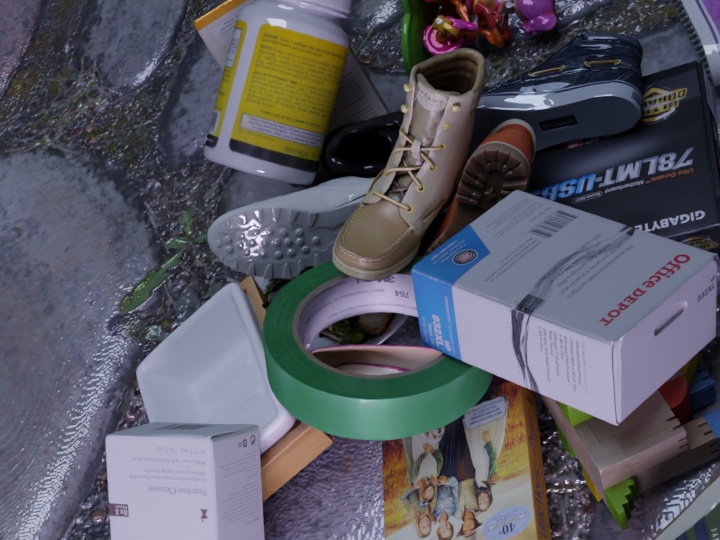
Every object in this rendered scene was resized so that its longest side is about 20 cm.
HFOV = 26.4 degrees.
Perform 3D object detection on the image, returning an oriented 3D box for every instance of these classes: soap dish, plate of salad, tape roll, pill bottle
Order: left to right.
[{"bbox_3d":[-0.117,0.125,1.416,0.157,0.081,0.200,-42,44,15],"label":"soap dish"},{"bbox_3d":[-0.076,-0.192,1.497,0.114,0.114,0.200,20,98,40],"label":"pill bottle"},{"bbox_3d":[-0.028,0.007,1.501,0.200,0.048,0.200,-16,49,20],"label":"plate of salad"},{"bbox_3d":[0.017,0.062,1.323,0.200,0.048,0.201,-2,37,1],"label":"tape roll"}]

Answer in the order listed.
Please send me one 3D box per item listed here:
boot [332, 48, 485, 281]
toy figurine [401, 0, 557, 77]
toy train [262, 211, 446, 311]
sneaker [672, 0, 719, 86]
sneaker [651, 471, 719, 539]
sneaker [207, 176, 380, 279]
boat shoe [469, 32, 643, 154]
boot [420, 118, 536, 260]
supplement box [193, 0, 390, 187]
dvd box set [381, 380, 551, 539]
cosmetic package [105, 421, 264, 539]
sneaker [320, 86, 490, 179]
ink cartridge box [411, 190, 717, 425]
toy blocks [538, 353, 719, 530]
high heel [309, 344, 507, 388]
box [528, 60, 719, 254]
[{"bbox_3d":[0.046,-0.095,1.357,0.073,0.156,0.200,29,47,18],"label":"boot"},{"bbox_3d":[0.145,-0.296,1.602,0.184,0.150,0.200,1,77,20],"label":"toy figurine"},{"bbox_3d":[0.000,0.000,1.434,0.200,0.046,0.034,-25,50,-15],"label":"toy train"},{"bbox_3d":[0.362,-0.270,1.484,0.114,0.073,0.201,-21,57,9],"label":"sneaker"},{"bbox_3d":[0.258,0.233,1.136,0.200,0.067,0.090,-45,41,-13],"label":"sneaker"},{"bbox_3d":[-0.050,-0.048,1.481,0.200,0.076,0.081,-9,31,-9],"label":"sneaker"},{"bbox_3d":[0.171,-0.166,1.450,0.200,0.071,0.091,-5,49,22],"label":"boat shoe"},{"bbox_3d":[0.111,-0.044,1.405,0.075,0.200,0.107,24,33,1],"label":"boot"},{"bbox_3d":[-0.065,-0.202,1.590,0.126,0.200,0.074,-30,1,5],"label":"supplement box"},{"bbox_3d":[0.086,0.199,1.278,0.146,0.029,0.200,-23,46,26],"label":"dvd box set"},{"bbox_3d":[-0.145,0.231,1.296,0.113,0.081,0.200,-3,91,28],"label":"cosmetic package"},{"bbox_3d":[0.057,-0.129,1.507,0.200,0.076,0.091,-19,3,4],"label":"sneaker"},{"bbox_3d":[0.165,0.025,1.237,0.200,0.084,0.145,22,43,38],"label":"ink cartridge box"},{"bbox_3d":[0.227,0.098,1.259,0.137,0.100,0.200,-24,45,-4],"label":"toy blocks"},{"bbox_3d":[0.055,0.084,1.356,0.200,0.096,0.067,-8,51,25],"label":"high heel"},{"bbox_3d":[0.234,-0.084,1.420,0.200,0.050,0.199,-14,48,22],"label":"box"}]
